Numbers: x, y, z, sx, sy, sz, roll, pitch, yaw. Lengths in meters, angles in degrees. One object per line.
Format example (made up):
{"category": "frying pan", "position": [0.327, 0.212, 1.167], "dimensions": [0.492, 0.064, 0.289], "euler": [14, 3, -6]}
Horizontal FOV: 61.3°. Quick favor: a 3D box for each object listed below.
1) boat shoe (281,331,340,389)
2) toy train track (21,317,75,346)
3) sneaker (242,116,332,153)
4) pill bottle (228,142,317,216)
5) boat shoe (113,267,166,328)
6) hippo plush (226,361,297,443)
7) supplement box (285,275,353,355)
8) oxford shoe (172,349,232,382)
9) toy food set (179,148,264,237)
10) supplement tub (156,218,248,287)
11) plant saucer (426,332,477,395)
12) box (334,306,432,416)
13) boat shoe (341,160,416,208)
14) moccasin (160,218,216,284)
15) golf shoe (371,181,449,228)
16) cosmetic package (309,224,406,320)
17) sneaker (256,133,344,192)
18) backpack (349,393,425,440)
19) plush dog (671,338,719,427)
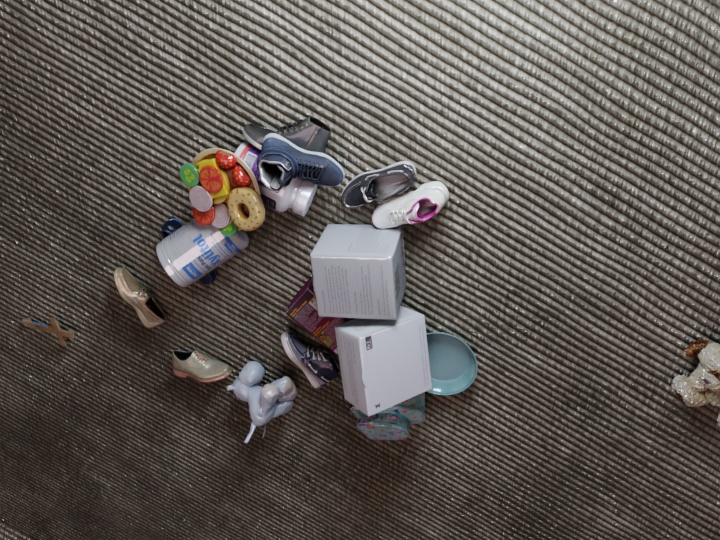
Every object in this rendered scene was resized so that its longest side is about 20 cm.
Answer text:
{"category": "boat shoe", "position": [-0.132, 0.234, 1.684], "dimensions": [0.091, 0.075, 0.202], "euler": [-25, 118, 19]}
{"category": "toy train track", "position": [-0.972, 0.175, 1.904], "dimensions": [0.194, 0.033, 0.117], "euler": [11, 129, 16]}
{"category": "sneaker", "position": [-0.164, -0.315, 1.378], "dimensions": [0.195, 0.075, 0.108], "euler": [21, 119, -9]}
{"category": "pill bottle", "position": [-0.205, -0.207, 1.420], "dimensions": [0.196, 0.112, 0.113], "euler": [26, 123, 0]}
{"category": "boat shoe", "position": [-0.624, 0.072, 1.725], "dimensions": [0.063, 0.073, 0.203], "euler": [-19, 115, 14]}
{"category": "hippo plush", "position": [-0.290, 0.356, 1.775], "dimensions": [0.160, 0.158, 0.203], "euler": [38, 111, 27]}
{"category": "supplement box", "position": [-0.081, 0.118, 1.587], "dimensions": [0.199, 0.086, 0.110], "euler": [40, 122, -10]}
{"category": "oxford shoe", "position": [-0.476, 0.279, 1.800], "dimensions": [0.194, 0.071, 0.076], "euler": [2, 118, 14]}
{"category": "toy food set", "position": [-0.313, -0.174, 1.375], "dimensions": [0.193, 0.049, 0.204], "euler": [-9, 113, 27]}
{"category": "supplement tub", "position": [-0.389, -0.065, 1.507], "dimensions": [0.197, 0.132, 0.133], "euler": [-33, 109, 4]}
{"category": "plant saucer", "position": [0.213, 0.239, 1.606], "dimensions": [0.194, 0.036, 0.205], "euler": [7, 120, 12]}
{"category": "box", "position": [0.057, 0.216, 1.501], "dimensions": [0.130, 0.196, 0.205], "euler": [18, 119, 58]}
{"category": "boat shoe", "position": [0.036, -0.188, 1.395], "dimensions": [0.195, 0.061, 0.075], "euler": [-16, 115, 23]}
{"category": "moccasin", "position": [-0.466, -0.038, 1.615], "dimensions": [0.079, 0.069, 0.201], "euler": [-29, 109, 27]}
{"category": "golf shoe", "position": [0.106, -0.139, 1.387], "dimensions": [0.196, 0.092, 0.076], "euler": [-21, 114, 27]}
{"category": "cosmetic package", "position": [0.000, 0.000, 1.450], "dimensions": [0.194, 0.167, 0.172], "euler": [2, 120, 13]}
{"category": "sneaker", "position": [-0.130, -0.209, 1.312], "dimensions": [0.198, 0.148, 0.078], "euler": [21, 122, -12]}
{"category": "backpack", "position": [0.080, 0.374, 1.647], "dimensions": [0.194, 0.154, 0.178], "euler": [-10, 148, 14]}
{"category": "plush dog", "position": [0.825, 0.243, 1.379], "dimensions": [0.158, 0.200, 0.174], "euler": [-32, 122, -6]}
